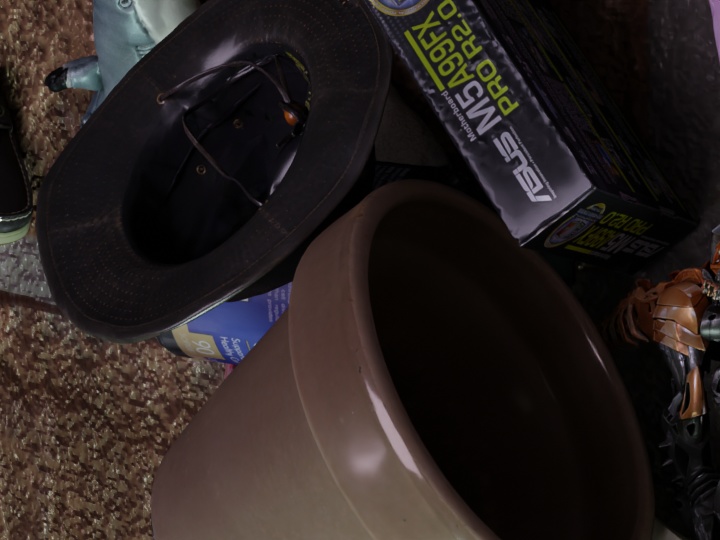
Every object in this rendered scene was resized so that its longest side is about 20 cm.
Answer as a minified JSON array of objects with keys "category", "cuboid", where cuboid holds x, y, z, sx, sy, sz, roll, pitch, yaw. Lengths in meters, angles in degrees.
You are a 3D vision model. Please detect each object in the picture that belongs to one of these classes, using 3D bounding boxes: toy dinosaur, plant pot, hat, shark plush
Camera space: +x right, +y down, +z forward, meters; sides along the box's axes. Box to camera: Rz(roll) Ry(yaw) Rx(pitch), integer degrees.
[{"category":"toy dinosaur","cuboid":[0.173,0.038,0.973,0.200,0.101,0.137,-132,26,-77]},{"category":"plant pot","cuboid":[0.004,0.086,0.963,0.174,0.200,0.201,-33,76,31]},{"category":"hat","cuboid":[-0.052,-0.039,1.012,0.199,0.081,0.202,-20,50,26]},{"category":"shark plush","cuboid":[-0.143,-0.118,1.258,0.200,0.083,0.092,-40,54,53]}]

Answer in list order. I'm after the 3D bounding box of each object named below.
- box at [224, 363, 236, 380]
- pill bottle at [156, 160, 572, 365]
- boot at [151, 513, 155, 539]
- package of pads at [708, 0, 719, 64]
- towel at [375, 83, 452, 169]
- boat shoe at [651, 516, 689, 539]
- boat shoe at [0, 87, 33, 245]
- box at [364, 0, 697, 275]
[{"category":"box","cuboid":[-0.030,0.142,1.171,0.103,0.094,0.202,-102,16,-72]},{"category":"pill bottle","cuboid":[0.000,0.000,1.093,0.198,0.112,0.113,7,105,21]},{"category":"boot","cuboid":[-0.004,0.187,1.092,0.167,0.076,0.202,-12,101,3]},{"category":"package of pads","cuboid":[0.241,-0.088,0.900,0.199,0.075,0.122,-7,97,44]},{"category":"towel","cuboid":[-0.039,-0.043,1.208,0.133,0.034,0.200,55,130,20]},{"category":"boat shoe","cuboid":[0.120,0.139,1.018,0.063,0.071,0.200,-57,22,1]},{"category":"boat shoe","cuboid":[-0.261,-0.109,1.379,0.201,0.073,0.065,58,136,19]},{"category":"box","cuboid":[0.065,-0.096,1.007,0.044,0.160,0.201,-36,73,17]}]
